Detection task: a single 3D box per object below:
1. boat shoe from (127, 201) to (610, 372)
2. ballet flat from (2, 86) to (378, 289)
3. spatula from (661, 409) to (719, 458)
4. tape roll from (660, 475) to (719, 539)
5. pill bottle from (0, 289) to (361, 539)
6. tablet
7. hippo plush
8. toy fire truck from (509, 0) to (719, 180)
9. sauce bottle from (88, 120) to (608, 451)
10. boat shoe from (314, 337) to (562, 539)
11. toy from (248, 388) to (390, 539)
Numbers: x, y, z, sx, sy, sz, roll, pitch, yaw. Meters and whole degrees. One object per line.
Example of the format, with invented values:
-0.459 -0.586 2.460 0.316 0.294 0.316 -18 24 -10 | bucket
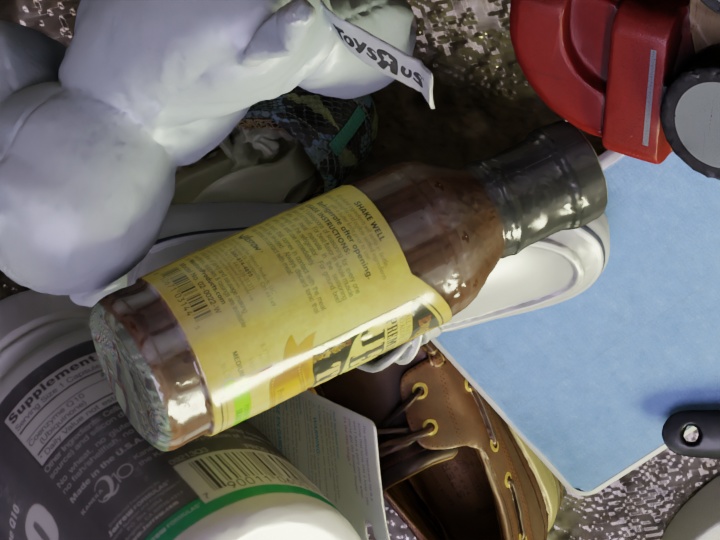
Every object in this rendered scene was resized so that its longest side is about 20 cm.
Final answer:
0.003 0.011 1.066 0.198 0.066 0.074 -8 133 2 | boat shoe
-0.085 -0.029 1.117 0.199 0.074 0.074 -26 117 28 | ballet flat
0.226 0.070 1.129 0.198 0.021 0.057 2 93 -2 | spatula
0.227 0.162 1.210 0.201 0.037 0.204 6 126 8 | tape roll
-0.090 0.093 1.071 0.112 0.200 0.114 -17 124 -26 | pill bottle
0.131 0.002 1.109 0.199 0.014 0.130 -35 113 21 | tablet
-0.072 -0.062 1.003 0.161 0.200 0.159 -52 142 12 | hippo plush
0.076 -0.135 0.985 0.199 0.129 0.177 17 126 22 | toy fire truck
0.000 0.000 0.998 0.199 0.065 0.065 -25 126 -17 | sauce bottle
0.024 0.060 1.159 0.072 0.068 0.201 -21 119 25 | boat shoe
-0.038 0.080 1.144 0.199 0.047 0.116 20 125 46 | toy
